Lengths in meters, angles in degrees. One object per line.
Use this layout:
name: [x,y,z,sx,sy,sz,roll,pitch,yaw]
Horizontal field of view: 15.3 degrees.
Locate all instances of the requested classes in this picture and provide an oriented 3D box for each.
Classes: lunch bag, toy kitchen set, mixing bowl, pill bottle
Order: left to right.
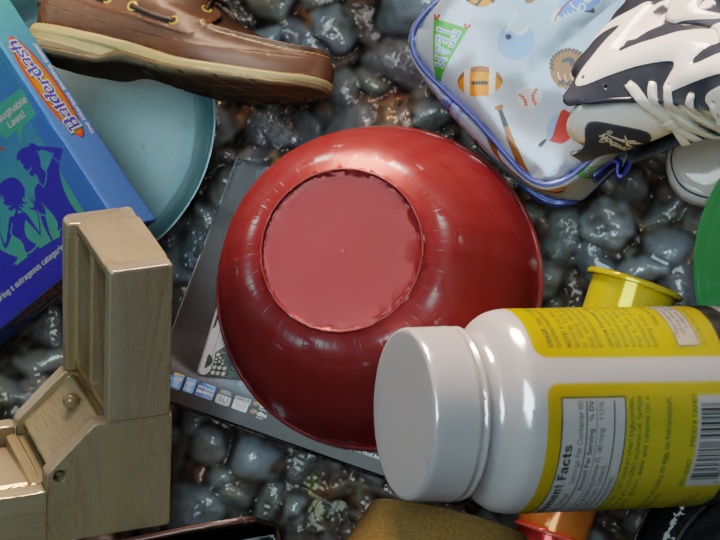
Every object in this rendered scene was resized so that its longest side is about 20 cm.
toy kitchen set: [-0.230,0.054,1.576,0.200,0.163,0.181,-8,119,-21]
mixing bowl: [0.000,0.000,1.551,0.200,0.108,0.201,-2,79,12]
pill bottle: [0.116,0.077,1.486,0.200,0.114,0.115,0,77,-20]
lunch bag: [0.136,-0.139,1.620,0.200,0.076,0.160,-43,76,0]

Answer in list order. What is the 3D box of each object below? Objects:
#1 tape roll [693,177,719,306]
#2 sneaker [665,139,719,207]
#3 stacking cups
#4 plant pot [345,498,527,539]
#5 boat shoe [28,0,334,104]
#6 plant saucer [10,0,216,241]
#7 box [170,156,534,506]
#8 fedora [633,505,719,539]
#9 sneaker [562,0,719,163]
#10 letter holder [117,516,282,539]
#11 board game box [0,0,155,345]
tape roll: [0.292,0.001,1.528,0.200,0.048,0.201,6,104,24]
sneaker: [0.276,-0.091,1.580,0.200,0.071,0.073,-18,75,7]
stacking cups: [0.136,0.101,1.582,0.060,0.061,0.200,15,86,14]
plant pot: [0.028,0.236,1.513,0.186,0.186,0.200,11,79,14]
boat shoe: [-0.109,-0.147,1.645,0.200,0.072,0.068,12,83,16]
plant saucer: [-0.185,-0.090,1.700,0.200,0.027,0.201,-2,79,11]
box: [-0.008,0.036,1.626,0.200,0.050,0.158,19,83,15]
fedora: [0.248,0.175,1.522,0.200,0.092,0.201,-2,78,11]
sneaker: [0.181,-0.089,1.503,0.130,0.079,0.199,-43,45,12]
letter holder: [-0.150,0.210,1.574,0.200,0.142,0.101,-12,77,10]
board game box: [-0.241,-0.068,1.648,0.152,0.045,0.200,-38,81,25]
